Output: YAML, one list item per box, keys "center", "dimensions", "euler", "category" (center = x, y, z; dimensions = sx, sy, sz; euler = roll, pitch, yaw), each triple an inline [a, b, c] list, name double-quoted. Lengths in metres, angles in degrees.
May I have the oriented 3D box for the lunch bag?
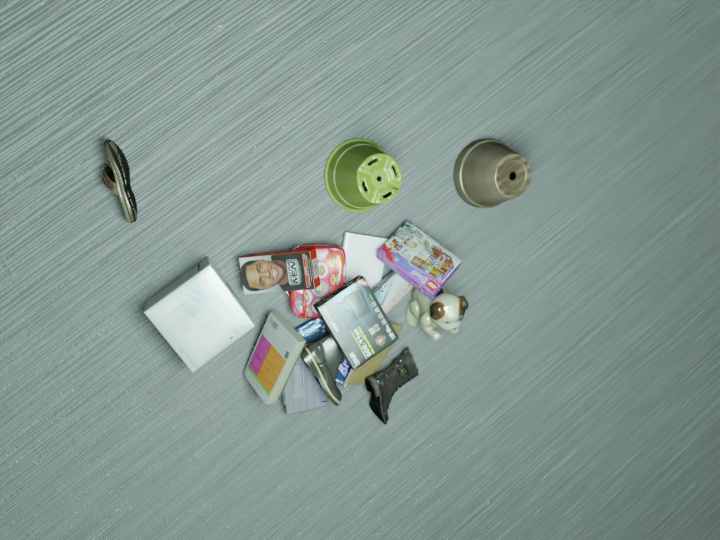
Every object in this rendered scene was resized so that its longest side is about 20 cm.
- center: [-0.126, 0.027, 1.606]
  dimensions: [0.173, 0.082, 0.204]
  euler: [1, 99, -1]
  category: "lunch bag"

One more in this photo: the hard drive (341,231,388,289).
- center: [0.000, 0.000, 1.675]
  dimensions: [0.130, 0.025, 0.203]
  euler: [7, 99, -19]
  category: "hard drive"

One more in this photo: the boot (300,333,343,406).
- center: [-0.064, 0.261, 1.609]
  dimensions: [0.137, 0.077, 0.202]
  euler: [-35, 121, -12]
  category: "boot"

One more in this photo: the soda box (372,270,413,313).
- center: [0.083, 0.057, 1.661]
  dimensions: [0.200, 0.063, 0.069]
  euler: [-42, 101, -24]
  category: "soda box"

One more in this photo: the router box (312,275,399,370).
- center: [-0.011, 0.136, 1.550]
  dimensions: [0.149, 0.062, 0.202]
  euler: [-33, 99, -12]
  category: "router box"

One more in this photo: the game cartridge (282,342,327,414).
- center: [-0.157, 0.298, 1.642]
  dimensions: [0.127, 0.038, 0.203]
  euler: [-6, 113, -16]
  category: "game cartridge"

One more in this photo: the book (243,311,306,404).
- center: [-0.234, 0.232, 1.569]
  dimensions: [0.048, 0.133, 0.202]
  euler: [3, 120, -51]
  category: "book"

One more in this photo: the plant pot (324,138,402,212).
- center: [0.023, -0.244, 1.547]
  dimensions: [0.197, 0.190, 0.204]
  euler: [-4, 103, -18]
  category: "plant pot"

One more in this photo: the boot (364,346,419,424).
- center: [0.107, 0.347, 1.756]
  dimensions: [0.173, 0.069, 0.203]
  euler: [-28, 125, -24]
  category: "boot"

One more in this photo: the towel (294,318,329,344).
- center: [-0.159, 0.211, 1.654]
  dimensions: [0.198, 0.048, 0.113]
  euler: [-28, 109, -11]
  category: "towel"

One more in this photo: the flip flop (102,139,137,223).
- center: [-0.589, -0.212, 1.423]
  dimensions: [0.057, 0.081, 0.203]
  euler: [-9, 109, -1]
  category: "flip flop"

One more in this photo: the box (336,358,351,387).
- center: [-0.025, 0.226, 1.692]
  dimensions: [0.070, 0.064, 0.202]
  euler: [33, 89, -21]
  category: "box"

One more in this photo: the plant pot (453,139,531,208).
- center: [0.387, -0.271, 1.669]
  dimensions: [0.197, 0.173, 0.204]
  euler: [-3, 101, -16]
  category: "plant pot"

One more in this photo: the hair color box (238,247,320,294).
- center: [-0.211, 0.002, 1.541]
  dimensions: [0.197, 0.061, 0.103]
  euler: [-6, 99, 13]
  category: "hair color box"

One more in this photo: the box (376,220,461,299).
- center: [0.162, -0.031, 1.637]
  dimensions: [0.199, 0.039, 0.137]
  euler: [38, 66, 17]
  category: "box"

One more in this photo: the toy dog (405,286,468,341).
- center: [0.230, 0.100, 1.677]
  dimensions: [0.137, 0.200, 0.197]
  euler: [-4, 102, -17]
  category: "toy dog"

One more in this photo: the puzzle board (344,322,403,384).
- center: [0.038, 0.236, 1.689]
  dimensions: [0.202, 0.017, 0.150]
  euler: [-61, 150, 5]
  category: "puzzle board"

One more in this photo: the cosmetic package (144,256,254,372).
- center: [-0.412, 0.111, 1.514]
  dimensions: [0.199, 0.123, 0.201]
  euler: [-36, 109, -7]
  category: "cosmetic package"
